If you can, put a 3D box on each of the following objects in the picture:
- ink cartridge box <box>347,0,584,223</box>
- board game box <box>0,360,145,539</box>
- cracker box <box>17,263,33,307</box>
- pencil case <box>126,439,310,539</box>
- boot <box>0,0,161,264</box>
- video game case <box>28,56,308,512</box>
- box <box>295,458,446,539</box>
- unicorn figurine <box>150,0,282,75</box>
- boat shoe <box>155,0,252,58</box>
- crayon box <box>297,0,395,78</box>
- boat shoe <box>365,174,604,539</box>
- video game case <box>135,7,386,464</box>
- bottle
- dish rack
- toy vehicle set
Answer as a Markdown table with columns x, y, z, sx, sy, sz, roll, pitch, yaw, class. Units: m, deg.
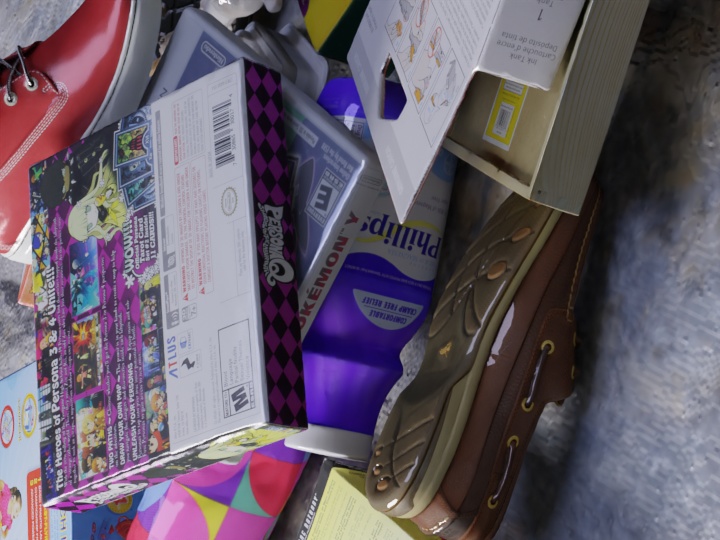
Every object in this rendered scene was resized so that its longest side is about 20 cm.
| x | y | z | sx | sy | sz | roll | pitch | yaw | class |
| --- | --- | --- | --- | --- | --- | --- | --- | --- | --- |
| 0.054 | -0.138 | 1.217 | 0.200 | 0.044 | 0.177 | -106 | 34 | -60 | ink cartridge box |
| -0.193 | 0.162 | 1.561 | 0.196 | 0.055 | 0.202 | -25 | 65 | 59 | board game box |
| -0.173 | -0.051 | 1.586 | 0.200 | 0.057 | 0.135 | -123 | 50 | -80 | cracker box |
| -0.075 | 0.117 | 1.409 | 0.088 | 0.088 | 0.201 | 44 | 115 | 55 | pencil case |
| -0.210 | -0.104 | 1.407 | 0.201 | 0.143 | 0.073 | -57 | 29 | 24 | boot |
| -0.107 | 0.011 | 1.316 | 0.181 | 0.036 | 0.202 | -23 | 64 | 39 | video game case |
| 0.032 | 0.168 | 1.248 | 0.200 | 0.050 | 0.076 | 33 | 107 | 58 | box |
| -0.076 | -0.192 | 1.443 | 0.137 | 0.073 | 0.202 | 162 | 127 | -75 | unicorn figurine |
| -0.086 | -0.214 | 1.564 | 0.075 | 0.074 | 0.202 | 14 | 110 | 25 | boat shoe |
| 0.018 | -0.244 | 1.421 | 0.173 | 0.058 | 0.201 | -52 | 38 | 33 | crayon box |
| 0.073 | 0.041 | 1.219 | 0.201 | 0.067 | 0.072 | -64 | 19 | -13 | boat shoe |
| -0.082 | -0.023 | 1.346 | 0.200 | 0.023 | 0.183 | 42 | 109 | 45 | video game case |
| 0.000 | 0.000 | 1.330 | 0.065 | 0.083 | 0.202 | 3 | 80 | 54 | bottle |
| -0.083 | -0.066 | 1.461 | 0.173 | 0.043 | 0.200 | -64 | 14 | 9 | dish rack |
| 0.090 | -0.104 | 1.220 | 0.200 | 0.026 | 0.125 | -133 | 61 | -76 | toy vehicle set |
